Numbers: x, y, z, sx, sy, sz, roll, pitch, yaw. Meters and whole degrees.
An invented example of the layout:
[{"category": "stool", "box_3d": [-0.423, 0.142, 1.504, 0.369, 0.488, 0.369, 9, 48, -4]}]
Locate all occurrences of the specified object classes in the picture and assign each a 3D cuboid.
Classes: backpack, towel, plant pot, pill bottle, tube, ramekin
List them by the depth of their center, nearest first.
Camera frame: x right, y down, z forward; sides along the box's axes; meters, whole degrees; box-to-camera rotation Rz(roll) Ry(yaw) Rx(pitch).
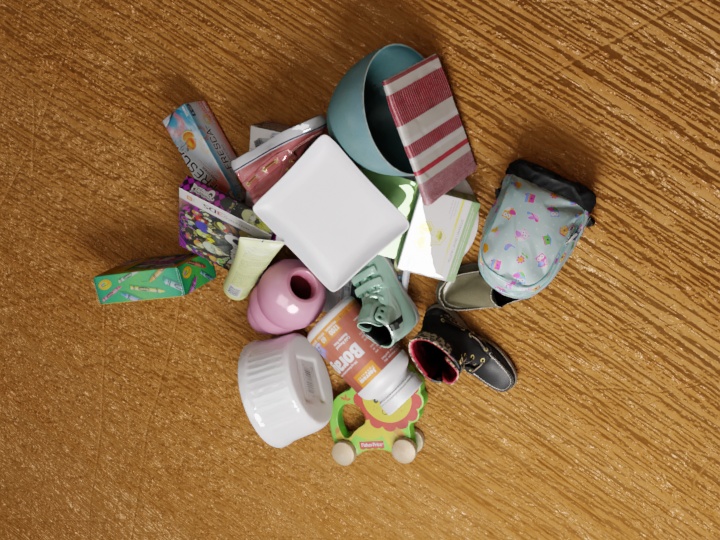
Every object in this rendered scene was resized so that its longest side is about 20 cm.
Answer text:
[{"category": "backpack", "box_3d": [0.255, -0.057, 1.236, 0.166, 0.127, 0.201, 26, 88, 17]}, {"category": "towel", "box_3d": [0.108, -0.220, 1.249, 0.023, 0.144, 0.201, -4, 114, 44]}, {"category": "plant pot", "box_3d": [0.024, -0.243, 1.273, 0.134, 0.200, 0.202, -4, 106, 43]}, {"category": "pill bottle", "box_3d": [0.011, 0.151, 1.400, 0.200, 0.112, 0.112, 46, 117, 5]}, {"category": "tube", "box_3d": [-0.195, -0.010, 1.404, 0.052, 0.058, 0.200, 48, 148, 5]}, {"category": "ramekin", "box_3d": [-0.130, 0.212, 1.464, 0.097, 0.200, 0.202, -21, 98, 19]}]

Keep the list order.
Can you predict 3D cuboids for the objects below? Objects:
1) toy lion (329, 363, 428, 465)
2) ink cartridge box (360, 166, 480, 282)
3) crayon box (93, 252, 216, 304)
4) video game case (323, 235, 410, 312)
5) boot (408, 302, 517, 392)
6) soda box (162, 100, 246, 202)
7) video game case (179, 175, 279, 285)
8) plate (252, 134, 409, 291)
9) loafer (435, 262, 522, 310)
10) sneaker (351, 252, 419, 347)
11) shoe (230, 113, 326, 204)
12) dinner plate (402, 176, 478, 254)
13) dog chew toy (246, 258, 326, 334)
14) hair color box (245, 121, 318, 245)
[{"category": "toy lion", "box_3d": [0.032, 0.257, 1.491, 0.198, 0.069, 0.193, -9, 96, 24]}, {"category": "ink cartridge box", "box_3d": [0.079, -0.074, 1.315, 0.198, 0.048, 0.147, 13, 112, -9]}, {"category": "crayon box", "box_3d": [-0.395, 0.013, 1.546, 0.198, 0.119, 0.059, -6, 104, 23]}, {"category": "video game case", "box_3d": [0.000, 0.000, 1.425, 0.181, 0.023, 0.201, 16, 118, 18]}, {"category": "boot", "box_3d": [0.170, 0.151, 1.347, 0.200, 0.151, 0.073, 46, 117, 3]}, {"category": "soda box", "box_3d": [-0.272, -0.203, 1.453, 0.063, 0.068, 0.201, -28, 92, 30]}, {"category": "video game case", "box_3d": [-0.240, -0.065, 1.436, 0.180, 0.036, 0.200, 28, 150, 2]}, {"category": "plate", "box_3d": [-0.047, -0.092, 1.303, 0.200, 0.032, 0.200, 46, 122, -5]}, {"category": "loafer", "box_3d": [0.214, 0.025, 1.335, 0.199, 0.070, 0.076, -15, 100, 25]}, {"category": "sneaker", "box_3d": [0.015, 0.035, 1.350, 0.074, 0.118, 0.201, -35, 94, 34]}, {"category": "shoe", "box_3d": [-0.122, -0.181, 1.338, 0.199, 0.071, 0.091, -23, 99, 30]}, {"category": "dinner plate", "box_3d": [0.102, -0.092, 1.370, 0.198, 0.024, 0.202, 7, 109, 19]}, {"category": "dog chew toy", "box_3d": [-0.145, 0.059, 1.453, 0.125, 0.124, 0.200, 54, 144, -1]}, {"category": "hair color box", "box_3d": [-0.142, -0.154, 1.425, 0.108, 0.065, 0.202, 15, 113, 18]}]
